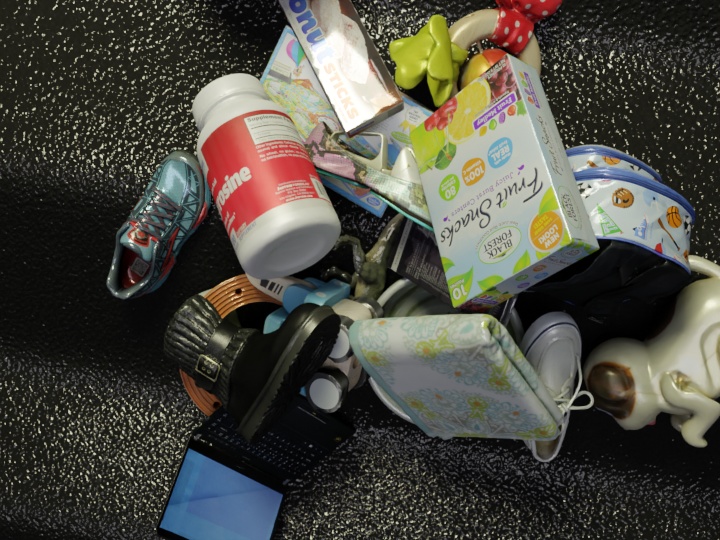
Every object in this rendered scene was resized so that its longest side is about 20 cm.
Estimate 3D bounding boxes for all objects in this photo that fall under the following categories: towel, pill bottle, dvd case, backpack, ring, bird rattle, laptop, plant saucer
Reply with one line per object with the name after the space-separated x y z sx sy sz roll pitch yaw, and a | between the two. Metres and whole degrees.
0.102 0.113 0.798 0.169 0.049 0.200 -9 136 37 | towel
-0.106 -0.103 0.804 0.111 0.112 0.202 -31 68 14 | pill bottle
0.110 -0.040 0.812 0.016 0.199 0.151 11 103 -36 | dvd case
0.245 -0.037 0.789 0.197 0.190 0.157 14 81 -25 | backpack
-0.125 0.101 0.942 0.196 0.019 0.205 -4 105 -15 | ring
0.135 -0.235 0.827 0.198 0.113 0.165 -32 123 -12 | bird rattle
-0.122 0.253 0.932 0.199 0.104 0.177 -40 128 17 | laptop
0.100 0.090 0.925 0.196 0.050 0.204 2 105 6 | plant saucer

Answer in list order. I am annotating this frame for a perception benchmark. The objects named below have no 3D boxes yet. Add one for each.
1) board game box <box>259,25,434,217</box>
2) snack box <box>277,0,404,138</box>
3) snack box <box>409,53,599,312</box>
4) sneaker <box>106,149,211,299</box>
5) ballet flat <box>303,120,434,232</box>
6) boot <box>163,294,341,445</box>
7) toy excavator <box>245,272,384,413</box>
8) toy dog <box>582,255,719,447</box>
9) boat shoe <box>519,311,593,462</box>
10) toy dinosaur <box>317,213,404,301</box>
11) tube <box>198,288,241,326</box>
-0.028 -0.171 0.884 0.198 0.034 0.136 30 106 -1 | board game box
-0.027 -0.248 0.829 0.071 0.024 0.203 -27 79 0 | snack box
0.130 -0.082 0.733 0.142 0.052 0.203 -34 59 41 | snack box
-0.243 -0.046 0.912 0.078 0.096 0.202 27 106 -1 | sneaker
0.021 -0.109 0.824 0.198 0.069 0.072 28 101 21 | ballet flat
-0.125 0.073 0.818 0.158 0.079 0.212 45 123 14 | boot
-0.076 0.038 0.875 0.197 0.100 0.198 19 111 17 | toy excavator
0.349 0.104 0.853 0.198 0.140 0.196 -28 99 15 | toy dog
0.216 0.145 0.859 0.073 0.087 0.205 -4 129 -9 | boat shoe
0.000 0.000 0.920 0.087 0.048 0.203 18 103 -12 | toy dinosaur
-0.163 0.123 0.973 0.058 0.051 0.203 2 114 51 | tube
